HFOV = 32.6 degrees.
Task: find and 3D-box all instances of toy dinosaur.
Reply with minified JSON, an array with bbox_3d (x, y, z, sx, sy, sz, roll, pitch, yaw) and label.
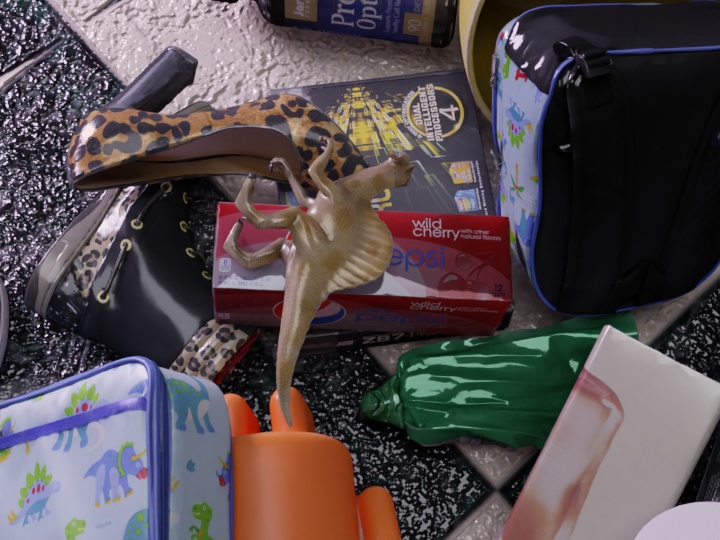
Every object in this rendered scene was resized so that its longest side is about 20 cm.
[{"bbox_3d":[-0.032,-0.015,0.765,0.100,0.058,0.201,26,68,5],"label":"toy dinosaur"}]

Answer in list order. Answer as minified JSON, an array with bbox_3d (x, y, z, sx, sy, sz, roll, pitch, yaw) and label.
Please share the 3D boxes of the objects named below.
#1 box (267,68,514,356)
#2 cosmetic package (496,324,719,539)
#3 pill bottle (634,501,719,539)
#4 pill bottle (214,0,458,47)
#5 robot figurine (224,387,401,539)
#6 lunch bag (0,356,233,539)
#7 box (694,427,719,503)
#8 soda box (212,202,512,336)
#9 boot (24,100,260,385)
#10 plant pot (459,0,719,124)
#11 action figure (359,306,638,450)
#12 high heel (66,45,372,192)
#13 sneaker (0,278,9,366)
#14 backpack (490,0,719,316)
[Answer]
[{"bbox_3d":[0.019,-0.046,0.919,0.159,0.049,0.203,-7,69,-2],"label":"box"},{"bbox_3d":[0.148,0.143,0.779,0.087,0.103,0.202,27,90,12],"label":"cosmetic package"},{"bbox_3d":[0.213,0.236,0.715,0.107,0.202,0.109,-14,30,9],"label":"pill bottle"},{"bbox_3d":[-0.019,-0.243,0.966,0.197,0.112,0.113,7,67,2],"label":"pill bottle"},{"bbox_3d":[-0.054,0.180,0.787,0.142,0.116,0.203,10,63,-32],"label":"robot figurine"},{"bbox_3d":[-0.171,0.145,0.770,0.198,0.082,0.163,-17,64,35],"label":"lunch bag"},{"bbox_3d":[0.289,0.107,0.803,0.049,0.160,0.202,9,62,37],"label":"box"},{"bbox_3d":[0.000,0.000,0.831,0.197,0.070,0.064,3,66,-5],"label":"soda box"},{"bbox_3d":[-0.124,-0.011,0.894,0.153,0.074,0.204,35,67,5],"label":"boot"},{"bbox_3d":[0.156,-0.213,0.932,0.197,0.202,0.143,-12,41,-6],"label":"plant pot"},{"bbox_3d":[0.097,0.086,0.862,0.197,0.055,0.120,-3,69,-6],"label":"action figure"},{"bbox_3d":[-0.095,-0.066,0.842,0.198,0.072,0.143,28,53,12],"label":"high heel"},{"bbox_3d":[-0.307,0.062,0.817,0.076,0.147,0.204,17,67,8],"label":"sneaker"},{"bbox_3d":[0.178,-0.083,0.851,0.180,0.202,0.147,-6,32,-13],"label":"backpack"}]
